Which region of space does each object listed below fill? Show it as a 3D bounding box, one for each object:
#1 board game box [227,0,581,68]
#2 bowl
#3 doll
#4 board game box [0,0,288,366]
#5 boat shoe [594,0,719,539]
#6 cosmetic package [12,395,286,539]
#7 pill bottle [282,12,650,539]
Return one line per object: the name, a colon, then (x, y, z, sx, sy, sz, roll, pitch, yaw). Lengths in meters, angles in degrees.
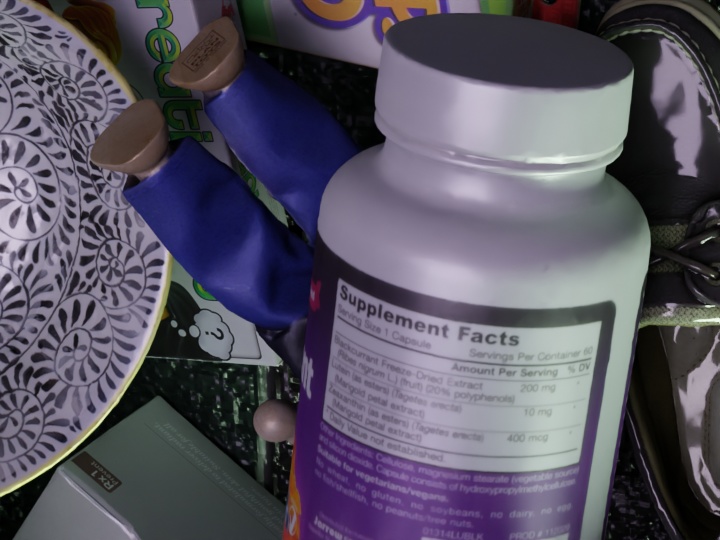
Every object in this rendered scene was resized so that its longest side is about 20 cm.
board game box: (-0.014, -0.126, 0.950, 0.199, 0.030, 0.096, 13, 116, 18)
bowl: (-0.174, -0.019, 0.954, 0.200, 0.094, 0.202, -6, 109, -17)
doll: (0.000, 0.000, 0.945, 0.137, 0.048, 0.200, -47, 115, -9)
board game box: (-0.098, -0.060, 0.991, 0.126, 0.035, 0.201, 2, 120, 27)
boat shoe: (0.117, 0.005, 0.915, 0.071, 0.066, 0.202, -4, 109, 27)
cosmetic package: (-0.108, 0.162, 1.077, 0.107, 0.090, 0.200, 41, 119, 7)
pill bottle: (0.037, 0.022, 0.876, 0.111, 0.111, 0.201, 15, 112, 20)
